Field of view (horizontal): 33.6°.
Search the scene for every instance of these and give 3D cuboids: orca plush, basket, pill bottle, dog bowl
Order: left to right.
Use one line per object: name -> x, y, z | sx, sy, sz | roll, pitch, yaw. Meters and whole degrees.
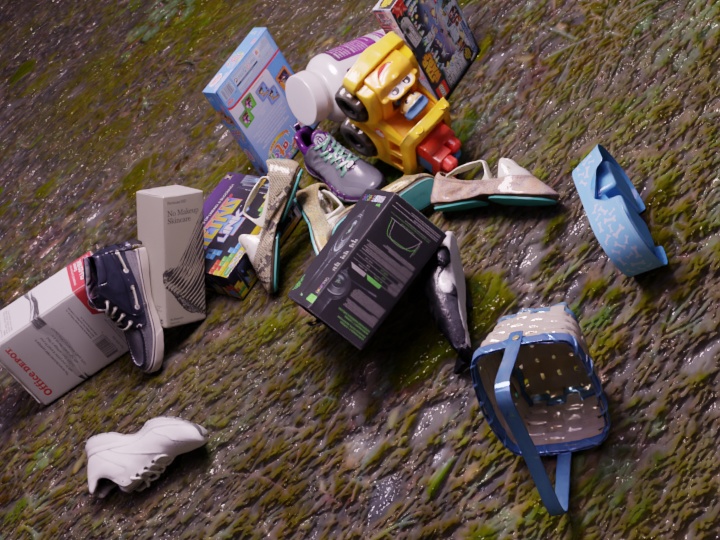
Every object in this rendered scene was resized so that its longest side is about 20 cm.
pill bottle -> -0.018, -0.305, 1.908 | 0.199, 0.113, 0.112 | -27, 34, -29
orca plush -> 0.100, 0.041, 1.543 | 0.071, 0.105, 0.201 | -18, 66, 17
basket -> 0.199, 0.146, 1.312 | 0.138, 0.177, 0.200 | -16, 24, 19
dog bowl -> 0.321, -0.073, 1.497 | 0.049, 0.111, 0.201 | -34, 38, 22

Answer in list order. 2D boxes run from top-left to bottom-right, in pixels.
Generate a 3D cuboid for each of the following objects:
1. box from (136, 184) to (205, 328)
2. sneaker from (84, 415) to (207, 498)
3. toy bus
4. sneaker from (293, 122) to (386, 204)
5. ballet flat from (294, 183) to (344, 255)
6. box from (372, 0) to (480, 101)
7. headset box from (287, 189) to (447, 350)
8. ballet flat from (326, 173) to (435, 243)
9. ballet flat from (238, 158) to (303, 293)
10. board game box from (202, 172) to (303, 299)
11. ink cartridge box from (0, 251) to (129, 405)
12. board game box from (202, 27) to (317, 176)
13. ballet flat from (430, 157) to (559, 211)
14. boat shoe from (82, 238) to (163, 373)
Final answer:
box -> -0.283, -0.022, 1.783 | 0.068, 0.201, 0.082 | 14, 20, 42
sneaker -> -0.291, 0.257, 1.625 | 0.199, 0.074, 0.088 | -21, 52, 25
toy bus -> 0.073, -0.221, 1.751 | 0.192, 0.200, 0.136 | 40, 75, 22
sneaker -> -0.042, -0.169, 1.853 | 0.074, 0.088, 0.200 | -45, 40, -13
ballet flat -> -0.048, -0.068, 1.762 | 0.070, 0.071, 0.200 | -30, 37, 4
box -> 0.107, -0.377, 1.872 | 0.040, 0.200, 0.137 | 11, 57, 41
headset box -> 0.000, 0.000, 1.576 | 0.200, 0.093, 0.174 | -53, 13, -3
ballet flat -> 0.025, -0.083, 1.717 | 0.199, 0.071, 0.071 | -30, 36, -23
ballet flat -> -0.140, -0.070, 1.770 | 0.075, 0.068, 0.201 | 12, 94, -1
board game box -> -0.197, -0.060, 1.876 | 0.165, 0.057, 0.200 | 11, 57, 40
ink cartridge box -> -0.451, 0.091, 1.829 | 0.199, 0.145, 0.084 | -34, 38, 0
board game box -> -0.156, -0.269, 1.944 | 0.036, 0.200, 0.152 | 10, 56, 41
ballet flat -> 0.183, -0.122, 1.658 | 0.199, 0.068, 0.068 | -1, 83, 33
boat shoe -> -0.353, 0.059, 1.749 | 0.074, 0.201, 0.092 | -8, 4, 45
